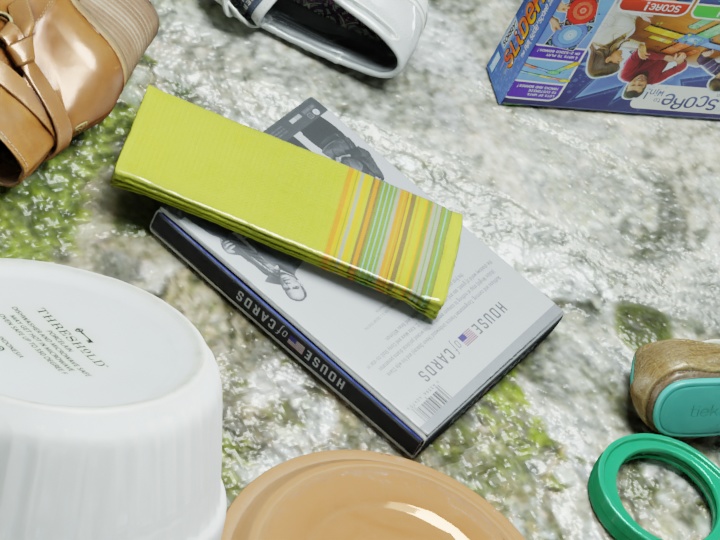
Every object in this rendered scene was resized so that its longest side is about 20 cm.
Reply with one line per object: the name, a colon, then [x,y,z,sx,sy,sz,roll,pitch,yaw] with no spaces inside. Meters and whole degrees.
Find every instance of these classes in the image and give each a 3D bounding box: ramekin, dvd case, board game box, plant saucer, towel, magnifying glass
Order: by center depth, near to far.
ramekin: [-0.157,0.070,1.311,0.201,0.095,0.203,10,24,-5]
plant saucer: [0.017,0.174,1.402,0.199,0.032,0.201,14,46,-16]
magnifying glass: [0.220,0.151,1.533,0.199,0.022,0.080,22,45,-4]
towel: [-0.039,-0.039,1.541,0.199,0.018,0.086,22,39,-5]
dvd case: [0.000,0.000,1.552,0.200,0.025,0.150,41,46,11]
board game box: [0.195,-0.153,1.705,0.199,0.136,0.035,3,51,-25]

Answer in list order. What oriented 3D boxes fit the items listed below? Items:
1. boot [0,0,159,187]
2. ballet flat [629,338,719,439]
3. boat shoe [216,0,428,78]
boot: [-0.227,-0.141,1.540,0.200,0.077,0.156,38,49,-2]
ballet flat: [0.245,0.069,1.595,0.198,0.068,0.072,4,30,-18]
boat shoe: [-0.055,-0.175,1.655,0.199,0.072,0.069,29,43,-13]
